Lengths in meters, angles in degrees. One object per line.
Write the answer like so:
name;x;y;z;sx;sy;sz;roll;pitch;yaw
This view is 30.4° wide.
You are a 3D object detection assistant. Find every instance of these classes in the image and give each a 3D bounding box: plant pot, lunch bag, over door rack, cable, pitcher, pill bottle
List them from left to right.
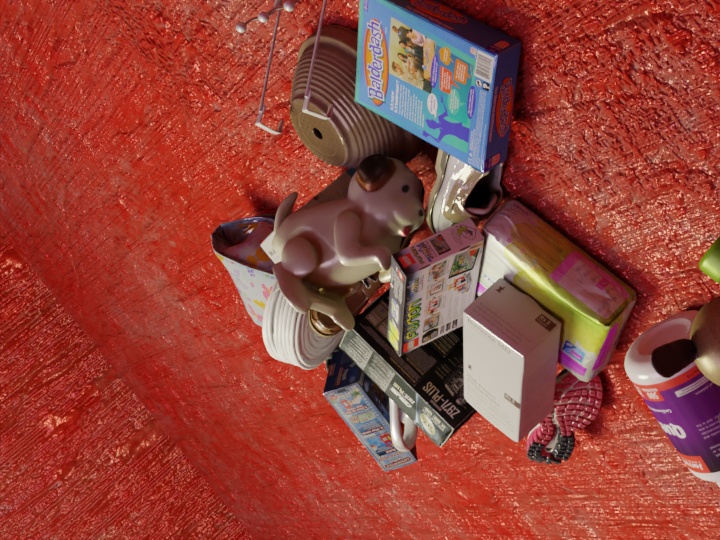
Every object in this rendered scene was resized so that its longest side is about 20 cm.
lunch bag;-0.134;0.005;2.107;0.200;0.127;0.170;15;143;38
over door rack;-0.091;-0.271;1.574;0.148;0.066;0.201;-2;87;62
cable;-0.067;0.048;1.963;0.069;0.200;0.200;21;141;24
plant pot;-0.022;-0.196;1.649;0.201;0.093;0.201;37;153;23
pitcher;0.060;0.149;1.936;0.121;0.172;0.200;-3;134;20
pill bottle;0.382;0.150;1.448;0.200;0.112;0.112;55;155;-14

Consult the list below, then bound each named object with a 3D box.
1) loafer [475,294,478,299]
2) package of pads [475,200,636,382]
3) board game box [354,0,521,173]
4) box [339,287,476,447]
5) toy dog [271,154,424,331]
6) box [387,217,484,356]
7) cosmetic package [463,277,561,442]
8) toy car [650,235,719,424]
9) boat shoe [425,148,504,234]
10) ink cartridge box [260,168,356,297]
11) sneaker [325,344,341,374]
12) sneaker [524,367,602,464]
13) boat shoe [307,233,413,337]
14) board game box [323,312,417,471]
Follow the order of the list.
loafer;0.155;0.044;1.740;0.200;0.063;0.072;33;152;31
package of pads;0.225;0.024;1.583;0.200;0.068;0.155;39;155;19
board game box;0.080;-0.218;1.460;0.200;0.045;0.152;33;138;30
box;0.101;0.108;1.806;0.200;0.164;0.086;44;155;9
toy dog;-0.002;-0.051;1.638;0.139;0.200;0.194;32;-156;-45
box;0.089;0.024;1.617;0.035;0.110;0.200;57;163;27
cosmetic package;0.182;0.112;1.617;0.102;0.074;0.200;38;155;29
toy car;0.362;0.051;1.225;0.164;0.200;0.158;40;155;17
boat shoe;0.127;-0.087;1.578;0.068;0.075;0.200;42;155;27
ink cartridge box;-0.059;-0.058;1.783;0.067;0.200;0.116;50;156;-2
sneaker;0.007;0.180;2.155;0.071;0.099;0.200;12;139;51
sneaker;0.261;0.178;1.756;0.080;0.075;0.200;9;142;-8
boat shoe;0.000;0.000;1.769;0.072;0.200;0.068;37;160;-6
board game box;0.026;0.197;2.041;0.062;0.200;0.200;-19;116;19
